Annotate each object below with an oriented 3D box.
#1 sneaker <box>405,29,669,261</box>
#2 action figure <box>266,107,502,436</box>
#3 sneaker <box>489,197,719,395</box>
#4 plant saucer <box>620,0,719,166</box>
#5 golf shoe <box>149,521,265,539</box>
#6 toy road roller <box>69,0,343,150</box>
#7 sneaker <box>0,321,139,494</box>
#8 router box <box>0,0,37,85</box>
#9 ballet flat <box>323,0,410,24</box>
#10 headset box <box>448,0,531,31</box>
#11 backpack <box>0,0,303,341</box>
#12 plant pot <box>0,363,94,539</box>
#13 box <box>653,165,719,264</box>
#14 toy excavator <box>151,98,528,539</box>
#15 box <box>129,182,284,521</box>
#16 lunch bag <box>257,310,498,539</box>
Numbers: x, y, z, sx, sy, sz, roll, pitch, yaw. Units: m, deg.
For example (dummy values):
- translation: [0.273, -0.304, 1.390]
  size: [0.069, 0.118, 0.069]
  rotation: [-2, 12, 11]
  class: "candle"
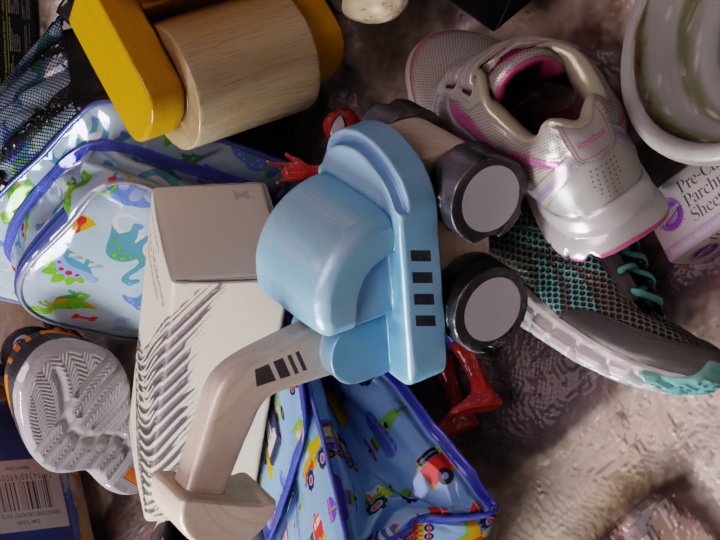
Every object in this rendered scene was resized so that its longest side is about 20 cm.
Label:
- translation: [0.087, -0.090, 1.129]
  size: [0.200, 0.081, 0.089]
  rotation: [40, 156, 47]
  class: "sneaker"
- translation: [0.000, 0.000, 1.222]
  size: [0.065, 0.098, 0.201]
  rotation: [-49, 57, 59]
  class: "action figure"
- translation: [0.121, -0.003, 1.141]
  size: [0.200, 0.077, 0.092]
  rotation: [33, 102, 37]
  class: "sneaker"
- translation: [0.215, -0.132, 1.050]
  size: [0.200, 0.050, 0.201]
  rotation: [-36, 38, 34]
  class: "plant saucer"
- translation: [-0.065, 0.202, 1.293]
  size: [0.199, 0.078, 0.095]
  rotation: [13, 99, 36]
  class: "golf shoe"
- translation: [-0.089, -0.181, 1.143]
  size: [0.201, 0.122, 0.146]
  rotation: [62, 153, 13]
  class: "toy road roller"
- translation: [-0.193, 0.070, 1.319]
  size: [0.112, 0.200, 0.078]
  rotation: [39, 80, 25]
  class: "sneaker"
- translation: [-0.289, -0.180, 1.415]
  size: [0.062, 0.149, 0.201]
  rotation: [-3, 89, 39]
  class: "router box"
- translation: [-0.032, -0.210, 1.197]
  size: [0.066, 0.057, 0.200]
  rotation: [-43, 58, 16]
  class: "ballet flat"
- translation: [0.064, -0.258, 1.160]
  size: [0.149, 0.077, 0.200]
  rotation: [-39, 66, 14]
  class: "headset box"
- translation: [-0.150, -0.045, 1.279]
  size: [0.200, 0.182, 0.148]
  rotation: [-35, 52, 38]
  class: "backpack"
- translation: [-0.290, 0.163, 1.401]
  size: [0.179, 0.200, 0.201]
  rotation: [-20, 78, 30]
  class: "plant pot"
- translation: [0.230, -0.071, 1.076]
  size: [0.200, 0.039, 0.042]
  rotation: [-37, 67, 33]
  class: "box"
- translation: [-0.021, 0.027, 1.100]
  size: [0.100, 0.199, 0.196]
  rotation: [37, 138, 51]
  class: "toy excavator"
- translation: [-0.089, 0.049, 1.221]
  size: [0.082, 0.068, 0.201]
  rotation: [-107, 20, -45]
  class: "box"
- translation: [-0.013, 0.107, 1.222]
  size: [0.151, 0.094, 0.201]
  rotation: [103, 147, -51]
  class: "lunch bag"
